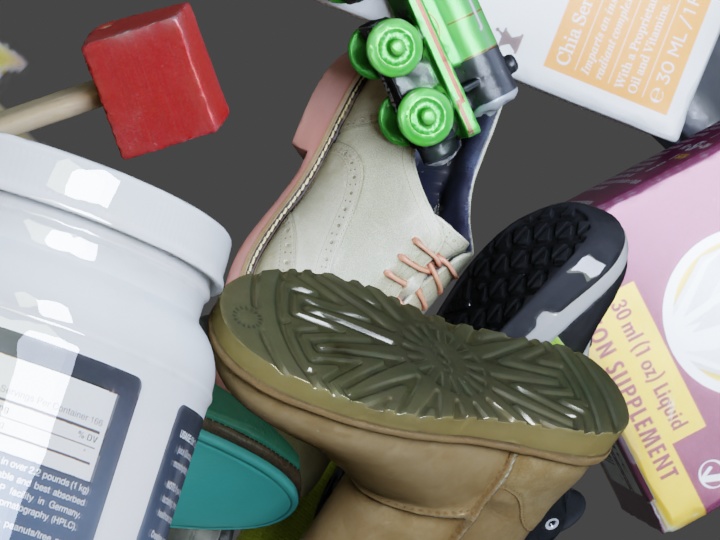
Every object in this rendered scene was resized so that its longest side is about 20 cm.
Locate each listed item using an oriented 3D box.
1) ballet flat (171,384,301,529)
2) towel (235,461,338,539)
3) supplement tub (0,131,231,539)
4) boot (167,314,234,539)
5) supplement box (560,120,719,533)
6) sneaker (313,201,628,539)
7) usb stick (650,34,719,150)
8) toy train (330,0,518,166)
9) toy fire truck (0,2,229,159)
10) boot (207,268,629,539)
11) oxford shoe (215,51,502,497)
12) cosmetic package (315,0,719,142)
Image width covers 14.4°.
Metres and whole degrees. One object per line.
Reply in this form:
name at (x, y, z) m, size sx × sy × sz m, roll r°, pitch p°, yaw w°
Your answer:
ballet flat at (-0.112, 0.046, 1.035) m, size 0.199 × 0.067 × 0.071 m, roll 9°, pitch 49°, yaw -26°
towel at (-0.026, 0.147, 1.135) m, size 0.086 × 0.018 × 0.201 m, roll 36°, pitch 73°, yaw -13°
supplement tub at (-0.128, 0.066, 0.911) m, size 0.140 × 0.140 × 0.201 m, roll 20°, pitch 80°, yaw -16°
boot at (-0.109, 0.098, 1.085) m, size 0.130 × 0.068 × 0.201 m, roll 17°, pitch 73°, yaw -17°
supplement box at (0.172, 0.001, 1.151) m, size 0.199 × 0.103 × 0.131 m, roll -28°, pitch 93°, yaw -4°
sneaker at (0.057, 0.060, 1.094) m, size 0.083 × 0.200 × 0.072 m, roll 27°, pitch 31°, yaw -16°
usb stick at (0.090, -0.127, 1.203) m, size 0.200 × 0.033 × 0.055 m, roll 45°, pitch 73°, yaw -9°
toy train at (0.003, -0.138, 1.083) m, size 0.056 × 0.042 × 0.201 m, roll -27°, pitch 98°, yaw -12°
toy fire truck at (-0.160, -0.036, 1.066) m, size 0.199 × 0.141 × 0.049 m, roll -14°, pitch 108°, yaw 18°
boot at (-0.016, 0.105, 1.026) m, size 0.174 × 0.200 × 0.066 m, roll 17°, pitch 33°, yaw -27°
oxford shoe at (0.000, 0.000, 1.112) m, size 0.071 × 0.073 × 0.201 m, roll 41°, pitch 59°, yaw -48°
cosmetic package at (0.049, -0.135, 1.143) m, size 0.199 × 0.071 × 0.102 m, roll 20°, pitch 95°, yaw -7°
